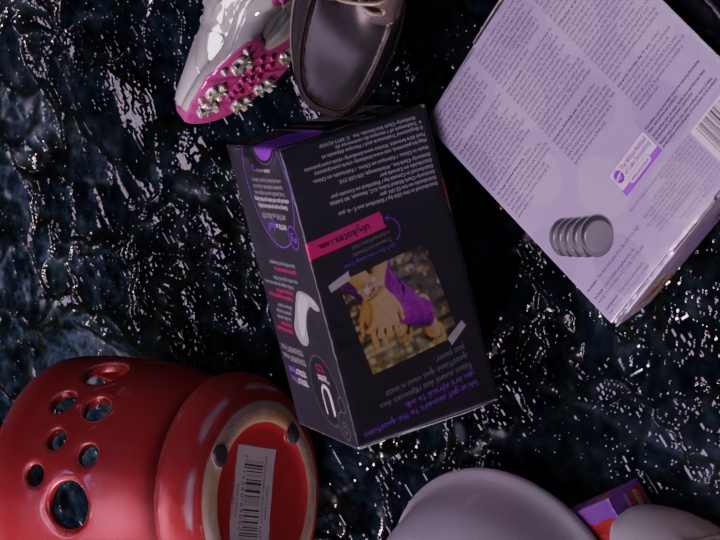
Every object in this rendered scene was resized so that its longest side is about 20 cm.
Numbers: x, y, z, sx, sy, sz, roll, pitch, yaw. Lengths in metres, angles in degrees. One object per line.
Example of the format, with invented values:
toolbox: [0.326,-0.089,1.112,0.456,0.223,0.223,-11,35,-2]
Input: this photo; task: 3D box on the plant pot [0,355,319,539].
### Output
plant pot: [-0.140,0.163,1.498,0.182,0.200,0.201,0,106,32]

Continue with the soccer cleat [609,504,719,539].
soccer cleat: [0.246,0.193,1.248,0.200,0.070,0.086,34,143,17]

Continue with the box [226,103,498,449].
box: [0.000,0.000,1.340,0.122,0.106,0.201,-166,61,-69]

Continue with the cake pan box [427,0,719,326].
cake pan box: [0.151,-0.098,1.234,0.184,0.052,0.200,45,131,16]

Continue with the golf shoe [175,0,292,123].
golf shoe: [-0.075,-0.186,1.391,0.092,0.075,0.200,54,125,22]

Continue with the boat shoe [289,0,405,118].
boat shoe: [-0.002,-0.192,1.273,0.074,0.073,0.201,14,101,3]

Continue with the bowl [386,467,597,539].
bowl: [0.074,0.238,1.352,0.201,0.090,0.202,16,115,37]

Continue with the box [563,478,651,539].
box: [0.141,0.237,1.381,0.200,0.039,0.137,-32,85,44]
